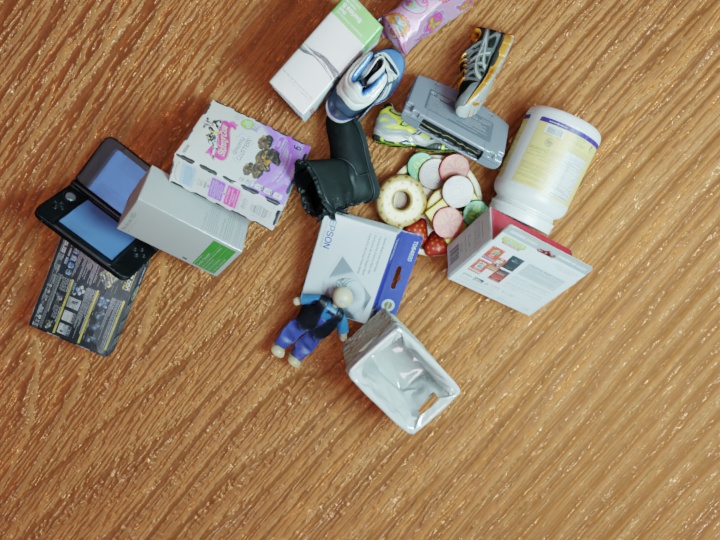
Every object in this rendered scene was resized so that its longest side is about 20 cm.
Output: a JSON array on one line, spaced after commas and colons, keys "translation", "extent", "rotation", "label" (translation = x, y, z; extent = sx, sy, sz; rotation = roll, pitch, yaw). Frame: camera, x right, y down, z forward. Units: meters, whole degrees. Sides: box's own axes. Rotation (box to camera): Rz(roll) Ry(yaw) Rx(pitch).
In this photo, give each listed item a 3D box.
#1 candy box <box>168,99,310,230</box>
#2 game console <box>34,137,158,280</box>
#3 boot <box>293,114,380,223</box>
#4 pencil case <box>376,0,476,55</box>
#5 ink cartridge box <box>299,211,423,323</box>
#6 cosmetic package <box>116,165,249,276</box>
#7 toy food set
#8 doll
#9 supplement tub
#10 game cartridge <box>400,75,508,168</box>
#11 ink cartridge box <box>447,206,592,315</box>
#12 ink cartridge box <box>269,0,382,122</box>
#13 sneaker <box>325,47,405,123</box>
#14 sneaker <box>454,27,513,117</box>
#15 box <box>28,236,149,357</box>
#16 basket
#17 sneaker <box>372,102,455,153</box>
[{"translation": [-0.209, -0.189, 1.106], "extent": [0.198, 0.169, 0.072], "rotation": [25, 139, -8], "label": "candy box"}, {"translation": [-0.445, -0.114, 1.138], "extent": [0.199, 0.176, 0.116], "rotation": [38, 125, -8], "label": "game console"}, {"translation": [-0.054, -0.189, 1.111], "extent": [0.073, 0.162, 0.200], "rotation": [-18, 93, 45], "label": "boot"}, {"translation": [0.128, -0.475, 1.119], "extent": [0.199, 0.087, 0.088], "rotation": [-36, 100, 4], "label": "pencil case"}, {"translation": [0.000, 0.000, 1.195], "extent": [0.198, 0.041, 0.202], "rotation": [15, 112, -6], "label": "ink cartridge box"}, {"translation": [-0.313, -0.085, 1.114], "extent": [0.199, 0.086, 0.107], "rotation": [27, 138, -27], "label": "cosmetic package"}, {"translation": [0.142, -0.127, 1.198], "extent": [0.197, 0.049, 0.201], "rotation": [-38, 100, 4], "label": "toy food set"}, {"translation": [-0.082, 0.102, 1.198], "extent": [0.136, 0.049, 0.200], "rotation": [35, 115, -18], "label": "doll"}, {"translation": [0.334, -0.183, 1.149], "extent": [0.144, 0.145, 0.202], "rotation": [24, 99, -7], "label": "supplement tub"}, {"translation": [0.175, -0.274, 1.137], "extent": [0.198, 0.134, 0.041], "rotation": [27, 141, -6], "label": "game cartridge"}, {"translation": [0.289, -0.023, 1.143], "extent": [0.198, 0.085, 0.176], "rotation": [24, 138, -20], "label": "ink cartridge box"}, {"translation": [-0.061, -0.366, 1.094], "extent": [0.084, 0.146, 0.200], "rotation": [43, 95, -9], "label": "ink cartridge box"}, {"translation": [0.032, -0.338, 1.075], "extent": [0.200, 0.146, 0.081], "rotation": [-44, 100, -21], "label": "sneaker"}, {"translation": [0.207, -0.359, 1.129], "extent": [0.077, 0.078, 0.201], "rotation": [27, 65, 4], "label": "sneaker"}, {"translation": [-0.518, 0.042, 1.192], "extent": [0.160, 0.049, 0.202], "rotation": [23, 98, -5], "label": "box"}, {"translation": [0.071, 0.186, 1.195], "extent": [0.135, 0.124, 0.200], "rotation": [-41, 113, 5], "label": "basket"}, {"translation": [0.124, -0.263, 1.161], "extent": [0.197, 0.075, 0.077], "rotation": [7, 94, -9], "label": "sneaker"}]
